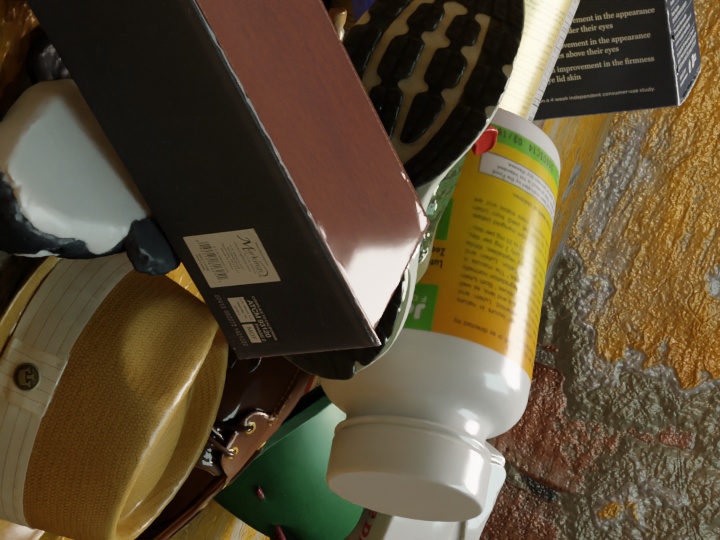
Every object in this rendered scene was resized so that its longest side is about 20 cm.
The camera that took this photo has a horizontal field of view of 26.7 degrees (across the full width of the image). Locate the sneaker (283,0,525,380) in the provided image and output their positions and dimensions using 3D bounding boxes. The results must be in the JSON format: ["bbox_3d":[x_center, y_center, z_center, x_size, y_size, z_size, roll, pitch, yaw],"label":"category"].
[{"bbox_3d":[0.018,-0.051,0.700,0.202,0.076,0.089,-65,171,11],"label":"sneaker"}]

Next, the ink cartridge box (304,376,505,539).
[{"bbox_3d":[0.003,0.155,1.139,0.083,0.200,0.147,15,101,-34],"label":"ink cartridge box"}]

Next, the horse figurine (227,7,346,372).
[{"bbox_3d":[-0.033,-0.054,0.777,0.201,0.049,0.134,-91,-172,-61],"label":"horse figurine"}]

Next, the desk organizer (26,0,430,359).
[{"bbox_3d":[-0.049,-0.067,0.597,0.201,0.071,0.077,62,38,-29],"label":"desk organizer"}]

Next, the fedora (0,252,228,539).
[{"bbox_3d":[-0.119,0.065,0.726,0.201,0.081,0.202,23,90,-78],"label":"fedora"}]

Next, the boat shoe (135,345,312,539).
[{"bbox_3d":[-0.080,0.083,0.826,0.201,0.072,0.068,-52,-166,23],"label":"boat shoe"}]

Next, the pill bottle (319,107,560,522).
[{"bbox_3d":[0.039,0.022,0.796,0.111,0.110,0.202,83,16,-66],"label":"pill bottle"}]

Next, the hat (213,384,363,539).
[{"bbox_3d":[-0.015,0.179,1.033,0.165,0.177,0.200,-33,180,-21],"label":"hat"}]

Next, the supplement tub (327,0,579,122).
[{"bbox_3d":[0.052,-0.151,0.929,0.202,0.144,0.145,-68,168,6],"label":"supplement tub"}]

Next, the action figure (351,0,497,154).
[{"bbox_3d":[0.009,-0.156,0.742,0.099,0.065,0.202,54,17,-76],"label":"action figure"}]

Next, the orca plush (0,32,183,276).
[{"bbox_3d":[-0.117,-0.051,0.645,0.106,0.071,0.201,55,30,-21],"label":"orca plush"}]

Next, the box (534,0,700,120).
[{"bbox_3d":[0.145,-0.213,1.042,0.104,0.146,0.202,-46,130,-60],"label":"box"}]
